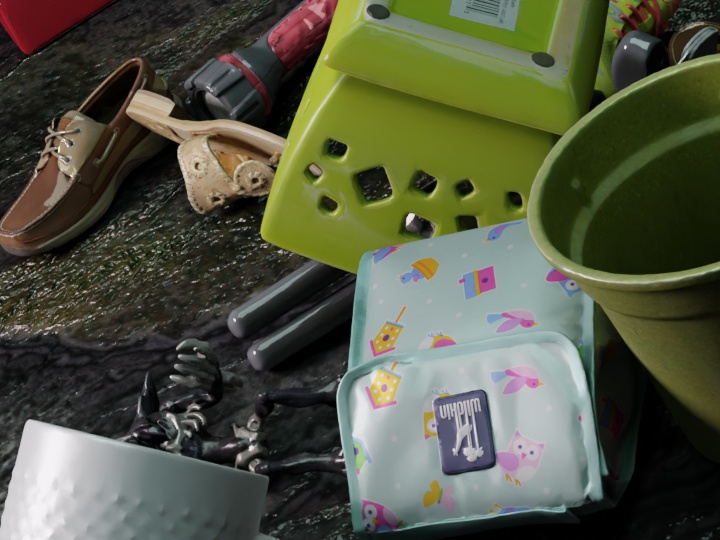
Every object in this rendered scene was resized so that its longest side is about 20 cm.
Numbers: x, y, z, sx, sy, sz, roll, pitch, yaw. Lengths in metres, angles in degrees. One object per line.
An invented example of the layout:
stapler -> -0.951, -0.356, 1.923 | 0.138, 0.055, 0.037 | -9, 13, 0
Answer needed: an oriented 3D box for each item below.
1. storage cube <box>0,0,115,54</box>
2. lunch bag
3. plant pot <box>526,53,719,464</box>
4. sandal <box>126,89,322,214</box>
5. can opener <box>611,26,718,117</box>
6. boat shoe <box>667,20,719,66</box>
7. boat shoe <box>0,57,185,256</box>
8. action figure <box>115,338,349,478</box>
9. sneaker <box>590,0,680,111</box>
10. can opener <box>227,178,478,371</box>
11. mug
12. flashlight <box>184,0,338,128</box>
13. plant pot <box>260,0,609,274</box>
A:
storage cube -> -0.292, -0.334, 2.248 | 0.199, 0.180, 0.171 | -33, 34, -11
lunch bag -> 0.080, 0.072, 1.503 | 0.169, 0.122, 0.201 | -11, 44, 23
plant pot -> 0.219, 0.007, 1.435 | 0.199, 0.185, 0.201 | -18, 35, 13
sandal -> -0.112, -0.076, 1.892 | 0.211, 0.078, 0.070 | 21, 81, 44
can opener -> 0.195, -0.078, 1.555 | 0.066, 0.201, 0.053 | 28, 59, 27
boat shoe -> 0.254, -0.131, 1.698 | 0.072, 0.068, 0.200 | -28, 33, 1
boat shoe -> -0.222, -0.092, 1.972 | 0.075, 0.072, 0.200 | 8, 47, 41
action figure -> -0.095, 0.104, 1.590 | 0.199, 0.102, 0.120 | -11, 64, 17
sneaker -> 0.186, -0.183, 1.811 | 0.090, 0.078, 0.201 | -9, 39, 14
can opener -> 0.000, 0.000, 1.732 | 0.199, 0.054, 0.067 | -32, 2, -7
mug -> -0.118, 0.194, 1.449 | 0.199, 0.148, 0.176 | 13, 85, 3
flashlight -> -0.051, -0.183, 1.984 | 0.068, 0.068, 0.200 | 36, 64, 25
plant pot -> 0.061, -0.117, 1.643 | 0.198, 0.182, 0.200 | 16, 42, 1
